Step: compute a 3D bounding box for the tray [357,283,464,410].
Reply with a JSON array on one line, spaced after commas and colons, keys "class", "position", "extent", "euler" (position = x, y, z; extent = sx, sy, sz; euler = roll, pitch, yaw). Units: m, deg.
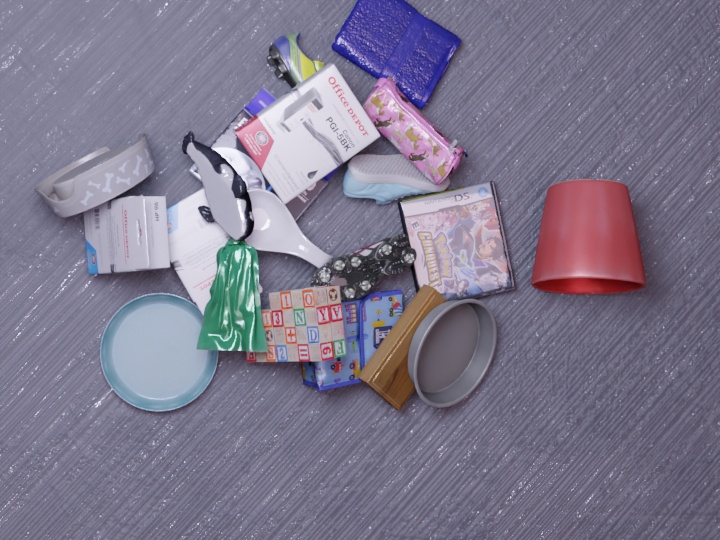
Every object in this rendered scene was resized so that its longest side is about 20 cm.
[{"class": "tray", "position": [0.090, 0.134, 1.673], "extent": [0.099, 0.037, 0.201], "euler": [43, 79, -34]}]

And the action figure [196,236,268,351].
[{"class": "action figure", "position": [-0.206, 0.031, 1.584], "extent": [0.117, 0.055, 0.202], "euler": [3, 88, -5]}]

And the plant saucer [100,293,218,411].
[{"class": "plant saucer", "position": [-0.344, 0.139, 1.649], "extent": [0.198, 0.027, 0.202], "euler": [0, 92, -8]}]

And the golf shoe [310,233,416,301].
[{"class": "golf shoe", "position": [0.000, 0.000, 1.653], "extent": [0.199, 0.088, 0.078], "euler": [-22, 97, -20]}]

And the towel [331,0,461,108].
[{"class": "towel", "position": [0.062, -0.397, 1.695], "extent": [0.199, 0.050, 0.148], "euler": [32, 83, -10]}]

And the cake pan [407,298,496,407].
[{"class": "cake pan", "position": [0.157, 0.140, 1.675], "extent": [0.199, 0.037, 0.202], "euler": [-17, 118, -35]}]

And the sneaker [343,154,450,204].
[{"class": "sneaker", "position": [0.059, -0.155, 1.696], "extent": [0.198, 0.082, 0.074], "euler": [5, 48, -23]}]

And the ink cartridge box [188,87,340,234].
[{"class": "ink cartridge box", "position": [-0.159, -0.181, 1.664], "extent": [0.198, 0.043, 0.200], "euler": [41, 84, -8]}]

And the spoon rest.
[{"class": "spoon rest", "position": [-0.131, -0.061, 1.622], "extent": [0.199, 0.061, 0.100], "euler": [32, 87, -12]}]

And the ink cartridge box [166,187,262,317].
[{"class": "ink cartridge box", "position": [-0.263, -0.025, 1.637], "extent": [0.115, 0.068, 0.201], "euler": [-30, 95, -7]}]

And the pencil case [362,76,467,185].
[{"class": "pencil case", "position": [0.090, -0.240, 1.649], "extent": [0.200, 0.083, 0.087], "euler": [44, 113, 2]}]

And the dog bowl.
[{"class": "dog bowl", "position": [-0.423, -0.152, 1.551], "extent": [0.199, 0.200, 0.059], "euler": [-28, 110, -7]}]

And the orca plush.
[{"class": "orca plush", "position": [-0.225, -0.138, 1.588], "extent": [0.200, 0.071, 0.106], "euler": [45, 118, 21]}]

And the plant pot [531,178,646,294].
[{"class": "plant pot", "position": [0.400, -0.059, 1.689], "extent": [0.198, 0.200, 0.179], "euler": [4, 81, -9]}]

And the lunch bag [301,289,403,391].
[{"class": "lunch bag", "position": [-0.003, 0.117, 1.683], "extent": [0.198, 0.094, 0.152], "euler": [-7, 94, -23]}]

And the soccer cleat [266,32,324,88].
[{"class": "soccer cleat", "position": [-0.082, -0.320, 1.664], "extent": [0.083, 0.065, 0.201], "euler": [-35, 97, -16]}]

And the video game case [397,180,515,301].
[{"class": "video game case", "position": [0.174, -0.045, 1.727], "extent": [0.179, 0.025, 0.202], "euler": [-13, 93, -9]}]

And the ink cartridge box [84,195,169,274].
[{"class": "ink cartridge box", "position": [-0.368, -0.056, 1.547], "extent": [0.067, 0.199, 0.117], "euler": [-5, 92, -42]}]

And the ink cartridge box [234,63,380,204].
[{"class": "ink cartridge box", "position": [-0.088, -0.228, 1.594], "extent": [0.199, 0.083, 0.147], "euler": [-36, 103, 0]}]

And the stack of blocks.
[{"class": "stack of blocks", "position": [-0.115, 0.091, 1.599], "extent": [0.058, 0.199, 0.116], "euler": [-7, 90, -44]}]
